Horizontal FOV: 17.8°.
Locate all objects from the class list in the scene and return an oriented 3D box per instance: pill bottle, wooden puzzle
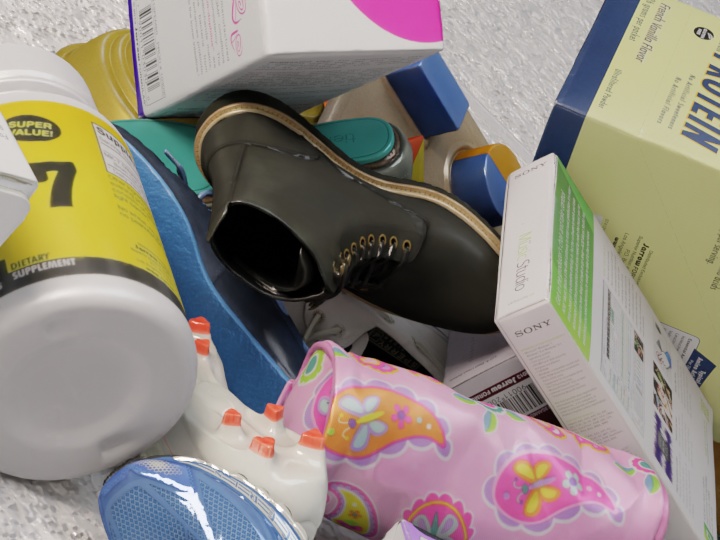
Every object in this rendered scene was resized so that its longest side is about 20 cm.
[{"bbox_3d":[-0.151,-0.010,1.062,0.114,0.114,0.200,25,27,-36],"label":"pill bottle"},{"bbox_3d":[0.046,-0.058,1.419,0.185,0.046,0.200,56,34,-30],"label":"wooden puzzle"}]

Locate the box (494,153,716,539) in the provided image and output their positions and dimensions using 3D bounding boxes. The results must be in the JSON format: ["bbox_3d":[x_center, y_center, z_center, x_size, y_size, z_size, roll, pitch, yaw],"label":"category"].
[{"bbox_3d":[0.136,0.053,1.245,0.200,0.036,0.144,57,23,-26],"label":"box"}]

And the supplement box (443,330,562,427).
[{"bbox_3d":[0.127,0.102,1.317,0.200,0.061,0.109,53,22,-22],"label":"supplement box"}]

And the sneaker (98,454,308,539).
[{"bbox_3d":[-0.053,0.158,0.965,0.200,0.079,0.089,53,21,23],"label":"sneaker"}]

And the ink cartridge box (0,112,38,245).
[{"bbox_3d":[-0.240,-0.062,0.962,0.084,0.146,0.200,15,34,-50],"label":"ink cartridge box"}]

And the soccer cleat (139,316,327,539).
[{"bbox_3d":[-0.083,0.077,1.091,0.069,0.078,0.200,-2,25,-34],"label":"soccer cleat"}]

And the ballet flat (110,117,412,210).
[{"bbox_3d":[-0.070,-0.046,1.276,0.200,0.064,0.067,-2,46,2],"label":"ballet flat"}]

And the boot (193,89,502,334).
[{"bbox_3d":[0.000,0.000,1.171,0.200,0.077,0.138,27,22,-15],"label":"boot"}]

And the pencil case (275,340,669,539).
[{"bbox_3d":[0.053,0.104,1.138,0.200,0.087,0.087,20,28,-19],"label":"pencil case"}]

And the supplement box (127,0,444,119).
[{"bbox_3d":[-0.045,-0.145,1.221,0.103,0.200,0.101,-4,86,-23],"label":"supplement box"}]

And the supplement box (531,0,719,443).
[{"bbox_3d":[0.198,-0.027,1.349,0.200,0.200,0.134,23,45,6],"label":"supplement box"}]

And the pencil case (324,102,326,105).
[{"bbox_3d":[-0.023,-0.120,1.525,0.200,0.088,0.088,39,22,-10],"label":"pencil case"}]

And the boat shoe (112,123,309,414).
[{"bbox_3d":[-0.089,0.012,1.195,0.200,0.084,0.069,59,23,-2],"label":"boat shoe"}]

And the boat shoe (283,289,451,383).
[{"bbox_3d":[-0.019,0.034,1.270,0.200,0.072,0.066,34,24,-32],"label":"boat shoe"}]

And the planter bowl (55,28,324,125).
[{"bbox_3d":[-0.081,-0.095,1.378,0.200,0.083,0.200,35,23,-18],"label":"planter bowl"}]

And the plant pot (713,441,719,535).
[{"bbox_3d":[0.280,0.108,1.498,0.183,0.200,0.200,23,24,-5],"label":"plant pot"}]

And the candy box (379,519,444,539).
[{"bbox_3d":[0.088,0.229,1.078,0.200,0.072,0.168,29,25,-31],"label":"candy box"}]
